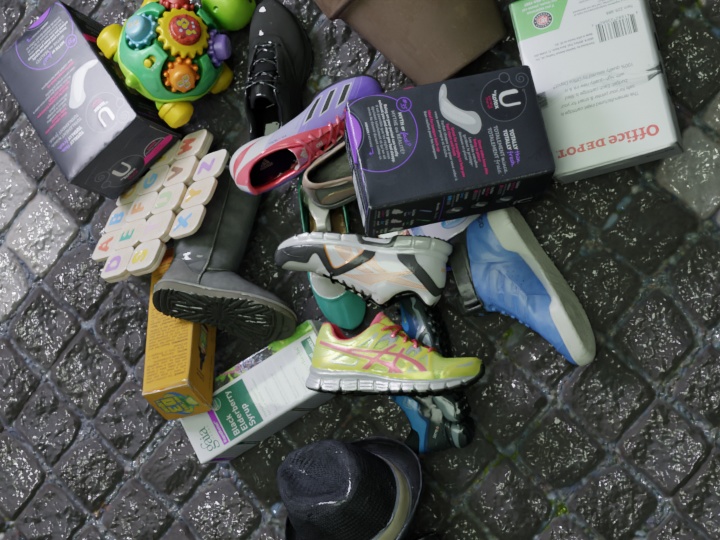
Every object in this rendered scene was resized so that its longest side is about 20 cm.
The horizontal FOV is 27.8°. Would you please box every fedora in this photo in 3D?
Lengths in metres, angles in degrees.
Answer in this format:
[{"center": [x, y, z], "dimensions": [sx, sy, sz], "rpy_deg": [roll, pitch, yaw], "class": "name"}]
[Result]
[{"center": [-0.029, 0.243, 1.601], "dimensions": [0.199, 0.092, 0.202], "rpy_deg": [-29, 37, 24], "class": "fedora"}]

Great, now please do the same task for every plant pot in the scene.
[{"center": [0.069, -0.300, 1.619], "dimensions": [0.199, 0.200, 0.175], "rpy_deg": [-35, 93, 13], "class": "plant pot"}]

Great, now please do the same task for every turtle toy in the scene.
[{"center": [-0.205, -0.276, 1.719], "dimensions": [0.146, 0.101, 0.200], "rpy_deg": [47, 58, -3], "class": "turtle toy"}]

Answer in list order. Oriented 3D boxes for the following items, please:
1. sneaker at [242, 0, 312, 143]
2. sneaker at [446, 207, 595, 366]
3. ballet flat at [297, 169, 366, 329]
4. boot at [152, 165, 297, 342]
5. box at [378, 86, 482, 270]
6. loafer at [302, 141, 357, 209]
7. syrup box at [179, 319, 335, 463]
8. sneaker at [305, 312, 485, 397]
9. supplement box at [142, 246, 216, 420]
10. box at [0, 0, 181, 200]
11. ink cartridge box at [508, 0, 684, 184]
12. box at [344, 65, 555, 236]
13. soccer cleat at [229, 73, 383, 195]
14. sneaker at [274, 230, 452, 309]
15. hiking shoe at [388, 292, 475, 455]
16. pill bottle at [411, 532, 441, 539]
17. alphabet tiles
[{"center": [-0.102, -0.222, 1.707], "dimensions": [0.075, 0.091, 0.203], "rpy_deg": [-8, 83, 19], "class": "sneaker"}, {"center": [0.169, 0.035, 1.613], "dimensions": [0.111, 0.077, 0.201], "rpy_deg": [-34, 87, 23], "class": "sneaker"}, {"center": [-0.040, -0.030, 1.684], "dimensions": [0.067, 0.070, 0.202], "rpy_deg": [-11, 83, 16], "class": "ballet flat"}, {"center": [-0.141, -0.025, 1.683], "dimensions": [0.180, 0.201, 0.073], "rpy_deg": [18, 136, -2], "class": "boot"}, {"center": [0.060, -0.093, 1.673], "dimensions": [0.118, 0.041, 0.201], "rpy_deg": [-30, 76, 13], "class": "box"}, {"center": [0.024, -0.136, 1.625], "dimensions": [0.199, 0.063, 0.072], "rpy_deg": [-32, 74, 3], "class": "loafer"}, {"center": [-0.109, 0.142, 1.690], "dimensions": [0.199, 0.081, 0.079], "rpy_deg": [-32, 77, 12], "class": "syrup box"}, {"center": [0.037, 0.091, 1.577], "dimensions": [0.198, 0.078, 0.091], "rpy_deg": [1, 81, 12], "class": "sneaker"}, {"center": [-0.207, 0.069, 1.687], "dimensions": [0.068, 0.067, 0.202], "rpy_deg": [-16, 50, 16], "class": "supplement box"}, {"center": [-0.329, -0.204, 1.757], "dimensions": [0.122, 0.106, 0.201], "rpy_deg": [-41, 67, 12], "class": "box"}, {"center": [0.259, -0.209, 1.592], "dimensions": [0.144, 0.084, 0.202], "rpy_deg": [-14, 83, 17], "class": "ink cartridge box"}, {"center": [0.090, -0.125, 1.535], "dimensions": [0.198, 0.106, 0.124], "rpy_deg": [-11, 76, -4], "class": "box"}, {"center": [-0.055, -0.148, 1.637], "dimensions": [0.199, 0.073, 0.069], "rpy_deg": [-32, 116, -1], "class": "soccer cleat"}, {"center": [0.000, 0.000, 1.600], "dimensions": [0.198, 0.074, 0.081], "rpy_deg": [3, 85, 12], "class": "sneaker"}, {"center": [0.061, 0.110, 1.640], "dimensions": [0.086, 0.074, 0.202], "rpy_deg": [-18, 81, 15], "class": "hiking shoe"}, {"center": [0.072, 0.400, 1.598], "dimensions": [0.111, 0.112, 0.202], "rpy_deg": [-25, 80, 15], "class": "pill bottle"}, {"center": [-0.238, -0.077, 1.711], "dimensions": [0.194, 0.015, 0.202], "rpy_deg": [-13, 48, 43], "class": "alphabet tiles"}]
